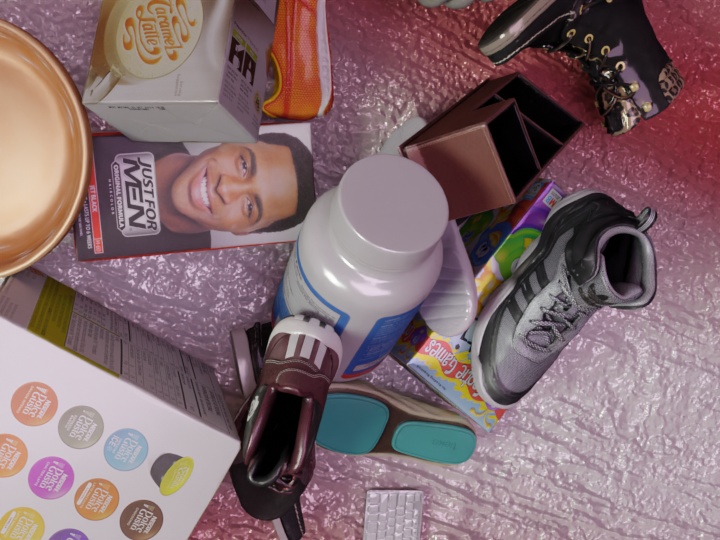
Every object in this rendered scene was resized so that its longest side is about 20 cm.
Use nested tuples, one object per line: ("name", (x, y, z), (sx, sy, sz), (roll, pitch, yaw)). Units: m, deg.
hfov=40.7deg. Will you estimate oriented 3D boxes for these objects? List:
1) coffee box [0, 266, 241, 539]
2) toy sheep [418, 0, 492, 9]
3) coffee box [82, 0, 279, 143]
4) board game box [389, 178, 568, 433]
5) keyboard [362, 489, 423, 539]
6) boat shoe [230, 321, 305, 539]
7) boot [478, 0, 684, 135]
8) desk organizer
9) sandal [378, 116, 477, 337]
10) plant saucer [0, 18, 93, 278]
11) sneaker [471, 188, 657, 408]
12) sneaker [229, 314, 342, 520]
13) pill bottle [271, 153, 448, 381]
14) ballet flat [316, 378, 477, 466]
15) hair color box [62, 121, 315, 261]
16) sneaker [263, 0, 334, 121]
("coffee box", (-0.231, 0.141, 0.738), (0.197, 0.200, 0.201), (31, 91, -18))
("toy sheep", (0.077, -0.280, 0.802), (0.198, 0.138, 0.139), (6, 97, -17))
("coffee box", (-0.125, -0.204, 0.729), (0.113, 0.080, 0.202), (4, 77, 18))
("board game box", (0.122, 0.025, 0.874), (0.103, 0.105, 0.200), (39, 86, -17))
("keyboard", (0.026, 0.309, 0.937), (0.056, 0.011, 0.202), (2, 97, -16))
("boat shoe", (-0.067, 0.143, 0.857), (0.060, 0.074, 0.202), (-12, 93, -9))
("boot", (0.203, -0.190, 0.857), (0.200, 0.073, 0.151), (-40, 104, -35))
("desk organizer", (0.116, -0.111, 0.807), (0.200, 0.077, 0.072), (-43, 114, -52))
("sandal", (0.066, -0.034, 0.838), (0.059, 0.079, 0.208), (13, 53, -43))
("plant saucer", (-0.295, -0.094, 0.740), (0.198, 0.037, 0.202), (1, 98, 9))
("sneaker", (0.163, 0.027, 0.771), (0.075, 0.114, 0.201), (31, 89, -17))
("sneaker", (-0.070, 0.139, 0.729), (0.075, 0.116, 0.201), (14, 121, 0))
("pill bottle", (0.000, 0.000, 0.758), (0.111, 0.200, 0.113), (8, 60, -14))
("ballet flat", (0.016, 0.132, 0.870), (0.199, 0.069, 0.070), (21, 92, -31))
("hair color box", (-0.140, -0.068, 0.808), (0.198, 0.061, 0.102), (-7, 99, -16))
("sneaker", (-0.063, -0.226, 0.803), (0.076, 0.073, 0.202), (-3, 96, -5))
